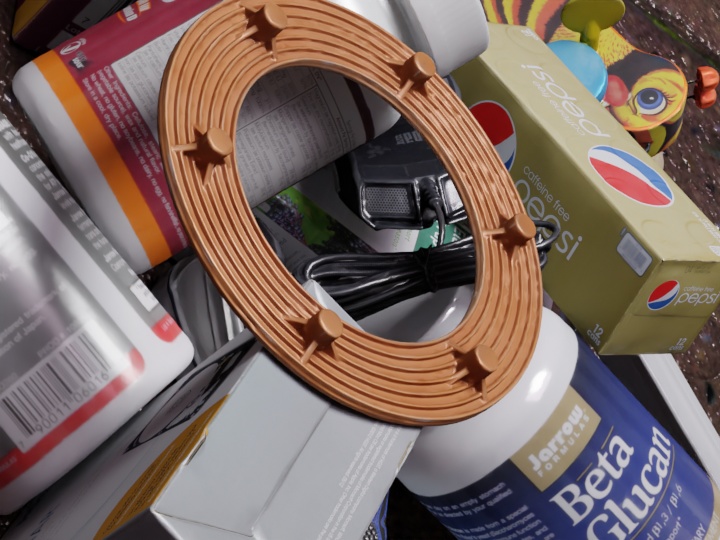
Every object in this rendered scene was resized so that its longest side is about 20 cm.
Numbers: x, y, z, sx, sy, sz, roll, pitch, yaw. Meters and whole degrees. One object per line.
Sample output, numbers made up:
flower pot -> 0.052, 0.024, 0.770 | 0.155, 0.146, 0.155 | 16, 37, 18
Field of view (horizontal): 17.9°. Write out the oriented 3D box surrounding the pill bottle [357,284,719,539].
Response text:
pill bottle -> 0.081, 0.087, 1.112 | 0.200, 0.111, 0.111 | 45, 38, -22

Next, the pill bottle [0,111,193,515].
pill bottle -> -0.175, -0.005, 0.981 | 0.200, 0.114, 0.114 | 51, 38, -3

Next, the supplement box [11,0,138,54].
supplement box -> -0.096, -0.191, 1.213 | 0.131, 0.103, 0.200 | 27, 46, -26

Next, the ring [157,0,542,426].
ring -> 0.003, -0.031, 0.936 | 0.200, 0.019, 0.201 | 26, 46, -30

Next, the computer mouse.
computer mouse -> -0.001, -0.035, 1.100 | 0.140, 0.046, 0.200 | -14, 39, -13

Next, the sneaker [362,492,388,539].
sneaker -> -0.001, 0.165, 1.004 | 0.078, 0.075, 0.201 | 0, 98, -19

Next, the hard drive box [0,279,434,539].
hard drive box -> -0.082, 0.116, 0.915 | 0.077, 0.200, 0.156 | 45, 38, -9

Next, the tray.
tray -> 0.154, 0.045, 1.285 | 0.200, 0.022, 0.107 | 59, -5, -4

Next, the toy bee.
toy bee -> 0.143, -0.099, 1.312 | 0.109, 0.131, 0.200 | -26, 85, -13

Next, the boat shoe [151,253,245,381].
boat shoe -> -0.034, 0.076, 1.104 | 0.074, 0.065, 0.200 | -22, 79, -52

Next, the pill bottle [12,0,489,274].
pill bottle -> -0.049, -0.091, 1.049 | 0.200, 0.110, 0.110 | -31, 79, -7

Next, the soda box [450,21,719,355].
soda box -> 0.103, -0.046, 1.172 | 0.068, 0.064, 0.200 | 1, 40, -42

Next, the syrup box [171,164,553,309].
syrup box -> 0.000, 0.000, 1.185 | 0.200, 0.081, 0.079 | 37, 42, -18

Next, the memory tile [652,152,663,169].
memory tile -> 0.101, -0.103, 1.378 | 0.200, 0.017, 0.153 | 46, 39, -9

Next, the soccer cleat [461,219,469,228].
soccer cleat -> 0.007, -0.058, 1.253 | 0.200, 0.078, 0.069 | 34, 32, 7
